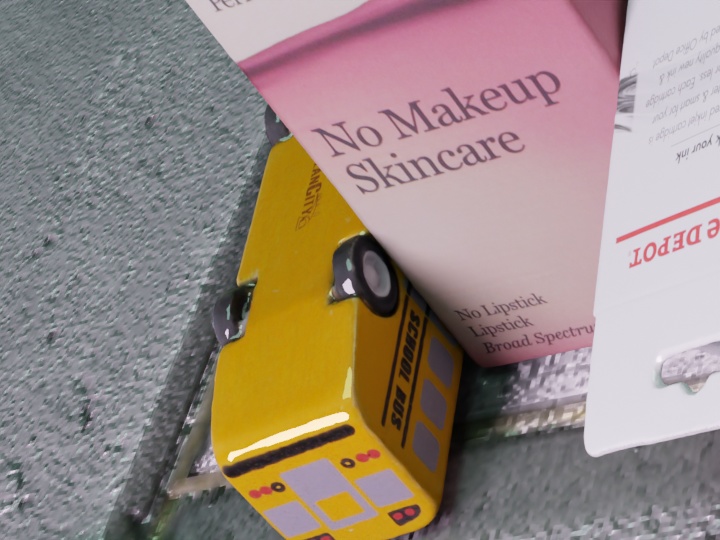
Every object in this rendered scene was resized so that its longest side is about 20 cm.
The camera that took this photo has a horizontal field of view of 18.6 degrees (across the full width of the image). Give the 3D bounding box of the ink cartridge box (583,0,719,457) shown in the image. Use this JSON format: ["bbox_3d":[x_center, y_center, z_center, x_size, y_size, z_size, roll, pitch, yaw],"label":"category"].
[{"bbox_3d":[0.128,-0.044,0.624,0.116,0.066,0.201,-23,55,61],"label":"ink cartridge box"}]

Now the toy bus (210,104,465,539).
[{"bbox_3d":[0.000,0.000,0.812,0.065,0.078,0.201,-22,37,30],"label":"toy bus"}]

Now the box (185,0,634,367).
[{"bbox_3d":[0.052,-0.078,0.742,0.127,0.200,0.109,-15,39,36],"label":"box"}]
